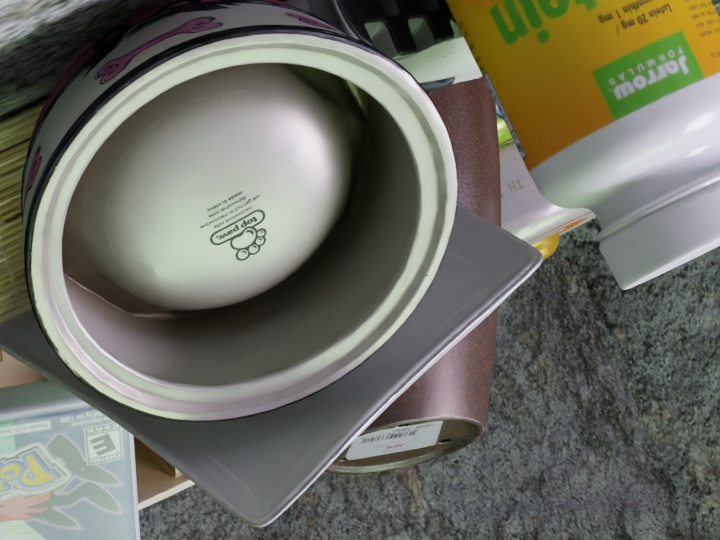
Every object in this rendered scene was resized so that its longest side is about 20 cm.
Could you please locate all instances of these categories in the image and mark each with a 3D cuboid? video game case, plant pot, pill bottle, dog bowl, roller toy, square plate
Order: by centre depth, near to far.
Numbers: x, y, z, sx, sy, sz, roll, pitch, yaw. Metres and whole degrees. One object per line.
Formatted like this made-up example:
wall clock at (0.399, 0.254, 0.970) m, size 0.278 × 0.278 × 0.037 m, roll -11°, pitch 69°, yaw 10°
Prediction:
dog bowl at (-0.061, -0.035, 1.203) m, size 0.200 × 0.201 × 0.074 m, roll -25°, pitch -142°, yaw -7°
pill bottle at (0.114, -0.098, 1.251) m, size 0.111 × 0.201 × 0.111 m, roll -26°, pitch 176°, yaw -2°
square plate at (-0.047, 0.017, 1.298) m, size 0.198 × 0.200 × 0.028 m, roll -43°, pitch 144°, yaw -22°
video game case at (-0.209, 0.137, 1.347) m, size 0.199 × 0.023 × 0.183 m, roll -10°, pitch 132°, yaw -12°
plant pot at (0.000, 0.000, 1.441) m, size 0.186 × 0.201 × 0.187 m, roll -10°, pitch 161°, yaw -4°
roller toy at (0.105, -0.072, 1.944) m, size 0.200 × 0.140 × 0.182 m, roll -23°, pitch 175°, yaw -43°

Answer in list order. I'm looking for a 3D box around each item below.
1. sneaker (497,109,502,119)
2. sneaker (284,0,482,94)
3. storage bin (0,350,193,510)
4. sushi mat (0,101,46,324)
sneaker at (0.099, -0.136, 1.569) m, size 0.088 × 0.076 × 0.200 m, roll -28°, pitch 176°, yaw 22°
sneaker at (0.019, -0.121, 1.334) m, size 0.088 × 0.074 × 0.200 m, roll -29°, pitch 165°, yaw 37°
storage bin at (-0.198, 0.055, 1.399) m, size 0.199 × 0.094 × 0.199 m, roll -24°, pitch 137°, yaw -24°
sushi mat at (-0.142, -0.036, 1.288) m, size 0.199 × 0.096 × 0.012 m, roll -25°, pitch -156°, yaw -9°
